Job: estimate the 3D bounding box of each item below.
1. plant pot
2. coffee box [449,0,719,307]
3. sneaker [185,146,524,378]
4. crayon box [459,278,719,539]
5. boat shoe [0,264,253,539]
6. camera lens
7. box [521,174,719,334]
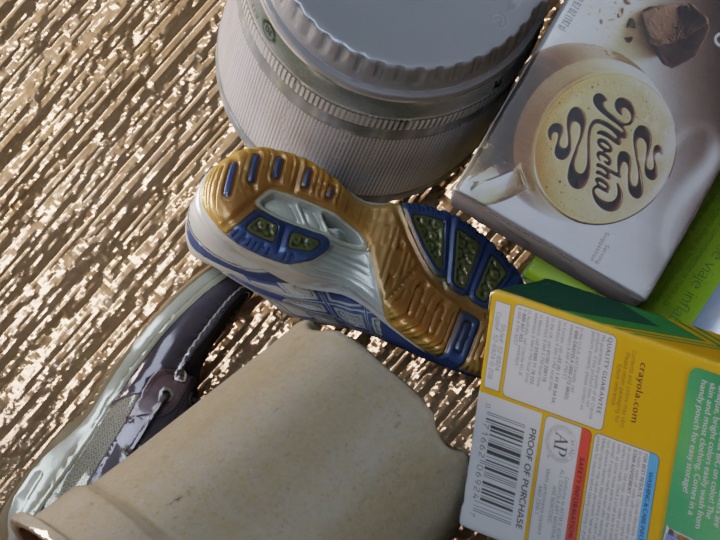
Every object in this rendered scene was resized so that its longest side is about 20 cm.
[{"bbox_3d":[-0.044,0.134,1.409,0.200,0.201,0.183,39,75,24],"label":"plant pot"},{"bbox_3d":[0.143,-0.095,1.405,0.113,0.080,0.200,31,86,2],"label":"coffee box"},{"bbox_3d":[0.000,0.000,1.483,0.200,0.088,0.075,30,65,-9],"label":"sneaker"},{"bbox_3d":[0.147,0.091,1.332,0.200,0.052,0.126,19,109,37],"label":"crayon box"},{"bbox_3d":[-0.117,0.084,1.504,0.065,0.072,0.200,37,78,9],"label":"boat shoe"},{"bbox_3d":[0.010,-0.135,1.454,0.159,0.200,0.160,3,72,-8],"label":"camera lens"},{"bbox_3d":[0.200,0.008,1.443,0.200,0.048,0.122,32,84,23],"label":"box"}]
